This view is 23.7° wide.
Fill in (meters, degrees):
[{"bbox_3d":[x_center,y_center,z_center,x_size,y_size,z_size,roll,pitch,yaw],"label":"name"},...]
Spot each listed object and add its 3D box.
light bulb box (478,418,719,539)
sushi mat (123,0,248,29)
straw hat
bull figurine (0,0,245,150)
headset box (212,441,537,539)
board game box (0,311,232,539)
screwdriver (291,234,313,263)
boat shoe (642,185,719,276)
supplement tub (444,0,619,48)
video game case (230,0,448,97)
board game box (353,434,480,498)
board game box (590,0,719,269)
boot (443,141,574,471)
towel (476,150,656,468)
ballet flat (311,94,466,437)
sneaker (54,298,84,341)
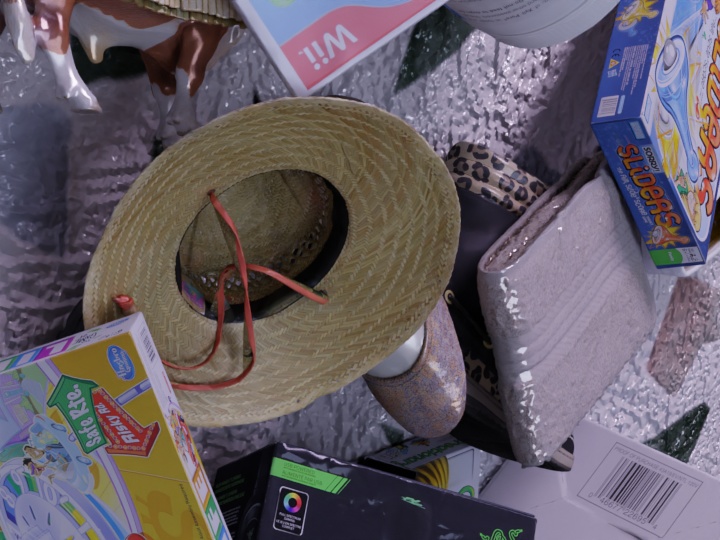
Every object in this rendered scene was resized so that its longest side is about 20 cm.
[{"bbox_3d":[0.199,0.225,1.172,0.125,0.198,0.200,-49,133,-17],"label":"light bulb box"},{"bbox_3d":[-0.081,-0.217,0.817,0.095,0.012,0.201,4,81,-42],"label":"sushi mat"},{"bbox_3d":[-0.056,-0.023,0.875,0.200,0.085,0.202,-11,127,-14],"label":"straw hat"},{"bbox_3d":[-0.108,-0.127,0.835,0.199,0.065,0.122,7,82,-41],"label":"bull figurine"},{"bbox_3d":[-0.004,0.206,0.963,0.174,0.093,0.201,19,66,-21],"label":"headset box"},{"bbox_3d":[-0.135,0.136,0.839,0.134,0.034,0.201,-19,104,7],"label":"board game box"},{"bbox_3d":[0.009,0.034,1.043,0.029,0.028,0.200,-36,135,7],"label":"screwdriver"},{"bbox_3d":[0.276,-0.054,1.225,0.202,0.086,0.075,-31,125,-32],"label":"boat shoe"},{"bbox_3d":[0.055,-0.217,0.920,0.200,0.132,0.132,30,84,-45],"label":"supplement tub"},{"bbox_3d":[-0.025,-0.200,0.793,0.143,0.017,0.200,-35,109,-2],"label":"video game case"},{"bbox_3d":[0.020,0.213,1.111,0.126,0.035,0.201,-16,115,-40],"label":"board game box"},{"bbox_3d":[0.201,-0.120,1.107,0.136,0.034,0.201,57,39,-41],"label":"board game box"},{"bbox_3d":[0.088,0.028,1.067,0.200,0.073,0.151,36,68,-36],"label":"boot"},{"bbox_3d":[0.130,0.016,1.035,0.200,0.034,0.133,-43,126,-50],"label":"towel"},{"bbox_3d":[0.000,0.000,0.945,0.067,0.068,0.201,-5,73,-63],"label":"ballet flat"},{"bbox_3d":[-0.125,0.101,0.900,0.075,0.079,0.201,8,98,-45],"label":"sneaker"}]
